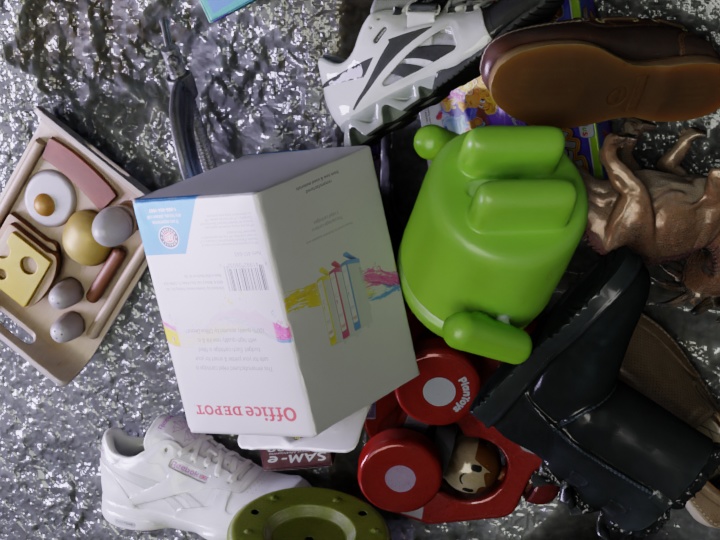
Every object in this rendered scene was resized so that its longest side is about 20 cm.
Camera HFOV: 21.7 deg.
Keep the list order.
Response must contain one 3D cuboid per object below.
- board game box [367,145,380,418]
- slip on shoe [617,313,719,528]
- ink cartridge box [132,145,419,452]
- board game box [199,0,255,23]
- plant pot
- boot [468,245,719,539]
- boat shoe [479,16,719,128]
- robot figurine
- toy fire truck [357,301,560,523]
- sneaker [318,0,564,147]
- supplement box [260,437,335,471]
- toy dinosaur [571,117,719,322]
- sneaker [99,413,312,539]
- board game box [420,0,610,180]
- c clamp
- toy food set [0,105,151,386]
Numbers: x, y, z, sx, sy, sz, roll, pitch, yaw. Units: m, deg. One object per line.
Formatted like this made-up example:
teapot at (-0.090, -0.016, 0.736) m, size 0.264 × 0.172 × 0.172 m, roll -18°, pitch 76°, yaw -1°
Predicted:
board game box at (0.000, 0.000, 1.445) m, size 0.032 × 0.120 × 0.201 m, roll 1°, pitch 105°, yaw 3°
slip on shoe at (0.238, 0.109, 1.410) m, size 0.076 × 0.061 × 0.201 m, roll -34°, pitch 98°, yaw -18°
ink cartridge box at (-0.056, 0.026, 1.337) m, size 0.128 × 0.125 × 0.201 m, roll -1°, pitch 108°, yaw 41°
board game box at (-0.062, -0.299, 1.417) m, size 0.199 × 0.045 × 0.153 m, roll -23°, pitch 98°, yaw 25°
plant pot at (-0.044, 0.286, 1.497) m, size 0.199 × 0.200 × 0.194 m, roll 11°, pitch 120°, yaw 17°
boot at (0.189, 0.094, 1.340) m, size 0.162 × 0.073 × 0.198 m, roll 37°, pitch 124°, yaw -3°
boat shoe at (0.164, -0.143, 1.310) m, size 0.071 × 0.199 × 0.071 m, roll 61°, pitch 138°, yaw 40°
robot figurine at (0.091, -0.023, 1.319) m, size 0.115 × 0.176 × 0.200 m, roll -4°, pitch 153°, yaw -13°
toy fire truck at (0.093, 0.118, 1.468) m, size 0.167 × 0.112 × 0.201 m, roll 19°, pitch 115°, yaw -6°
sneaker at (0.049, -0.168, 1.330) m, size 0.199 × 0.074 × 0.089 m, roll -30°, pitch 83°, yaw 25°
supplement box at (-0.056, 0.045, 1.487) m, size 0.060 × 0.109 × 0.201 m, roll -7°, pitch 104°, yaw 10°
toy dinosaur at (0.213, -0.032, 1.341) m, size 0.199 × 0.086 × 0.136 m, roll 10°, pitch 108°, yaw -7°
sneaker at (-0.136, 0.174, 1.580) m, size 0.199 × 0.075 × 0.100 m, roll 1°, pitch 108°, yaw 20°
board game box at (0.110, -0.147, 1.393) m, size 0.134 × 0.045 × 0.201 m, roll -5°, pitch 105°, yaw 22°
c clamp at (-0.121, -0.082, 1.472) m, size 0.027 × 0.171 × 0.201 m, roll -15°, pitch 115°, yaw 2°
toy food set at (-0.257, -0.019, 1.572) m, size 0.143 × 0.060 × 0.200 m, roll 37°, pitch 115°, yaw 6°
